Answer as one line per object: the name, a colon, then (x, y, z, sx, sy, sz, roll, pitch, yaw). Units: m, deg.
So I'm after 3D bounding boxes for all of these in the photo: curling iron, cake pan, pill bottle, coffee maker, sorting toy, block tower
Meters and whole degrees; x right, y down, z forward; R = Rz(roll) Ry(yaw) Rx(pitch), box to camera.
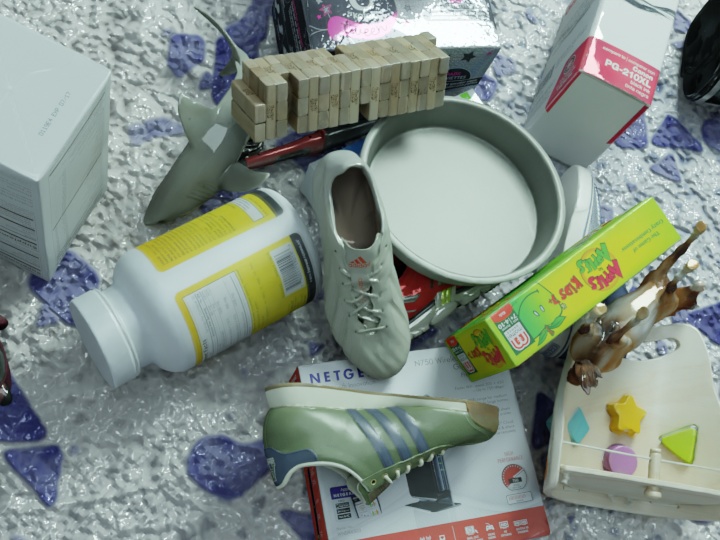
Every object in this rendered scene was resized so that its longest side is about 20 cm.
curling iron: (-0.049, -0.136, 0.964, 0.199, 0.026, 0.050, -15, 76, -20)
cake pan: (0.091, -0.070, 0.891, 0.199, 0.037, 0.201, 7, 60, -13)
pill bottle: (-0.140, 0.017, 0.829, 0.199, 0.112, 0.112, -28, 78, -23)
coffee maker: (0.479, -0.245, 1.109, 0.199, 0.135, 0.193, 20, 41, -7)
sorting toy: (0.252, 0.126, 0.883, 0.199, 0.107, 0.181, 12, 72, -10)
block tower: (-0.012, -0.166, 0.863, 0.199, 0.054, 0.058, -16, 42, -25)

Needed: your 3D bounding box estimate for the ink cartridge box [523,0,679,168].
ink cartridge box: (0.257, -0.230, 1.018, 0.084, 0.145, 0.201, 25, 64, -5)

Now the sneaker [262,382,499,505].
sneaker: (0.016, 0.147, 0.794, 0.199, 0.067, 0.090, 7, 74, -12)

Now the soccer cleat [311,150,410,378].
soccer cleat: (0.000, 0.000, 0.807, 0.069, 0.078, 0.201, -15, 100, -11)

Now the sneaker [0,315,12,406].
sneaker: (-0.342, 0.106, 0.762, 0.115, 0.076, 0.201, 23, 64, -8)

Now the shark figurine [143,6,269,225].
shark figurine: (-0.136, -0.149, 0.882, 0.089, 0.128, 0.216, 38, 60, -45)

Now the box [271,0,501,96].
box: (0.023, -0.246, 0.979, 0.199, 0.115, 0.133, -5, 69, -17)

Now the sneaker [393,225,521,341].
sneaker: (0.069, -0.003, 0.901, 0.200, 0.077, 0.085, -34, 102, -25)

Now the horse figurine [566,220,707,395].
horse figurine: (0.234, 0.041, 0.830, 0.200, 0.133, 0.050, -37, 69, -22)

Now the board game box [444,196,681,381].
board game box: (0.177, 0.018, 0.854, 0.199, 0.102, 0.048, -34, 86, -20)

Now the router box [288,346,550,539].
router box: (0.049, 0.164, 0.854, 0.199, 0.049, 0.181, -6, 70, -17)

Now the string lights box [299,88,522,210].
string lights box: (0.052, -0.090, 0.954, 0.199, 0.059, 0.103, -28, 78, -23)

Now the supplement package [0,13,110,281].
supplement package: (-0.279, -0.093, 0.788, 0.109, 0.200, 0.114, 27, 63, -4)

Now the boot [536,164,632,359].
boot: (0.229, -0.001, 0.967, 0.090, 0.073, 0.201, 17, 73, -15)
